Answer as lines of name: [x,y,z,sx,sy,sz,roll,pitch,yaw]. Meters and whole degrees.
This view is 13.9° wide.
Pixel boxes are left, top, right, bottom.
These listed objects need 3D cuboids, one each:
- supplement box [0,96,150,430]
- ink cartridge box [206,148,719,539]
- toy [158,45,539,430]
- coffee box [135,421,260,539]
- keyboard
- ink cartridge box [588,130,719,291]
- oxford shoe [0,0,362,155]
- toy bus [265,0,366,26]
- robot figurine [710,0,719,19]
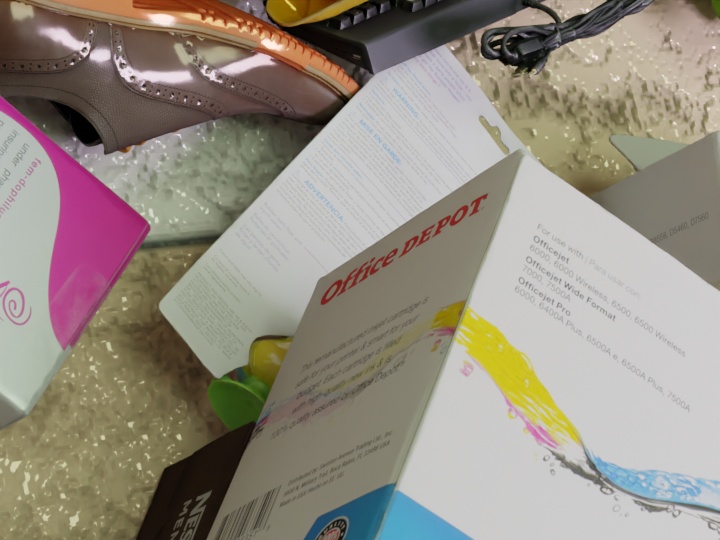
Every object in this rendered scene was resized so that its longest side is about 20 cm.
supplement box: [-0.196,-0.031,1.112,0.200,0.103,0.101,41,56,-13]
ink cartridge box: [0.045,0.090,1.099,0.145,0.147,0.200,35,55,-18]
toy: [0.000,0.000,1.261,0.115,0.047,0.200,50,52,-12]
coffee box: [0.000,0.163,1.184,0.200,0.080,0.113,32,59,-20]
keyboard: [0.064,-0.128,1.309,0.200,0.127,0.021,-27,132,-38]
ink cartridge box: [0.178,0.030,1.316,0.128,0.125,0.200,5,72,-31]
oxford shoe: [-0.088,-0.083,1.235,0.200,0.071,0.073,14,99,-35]
toy bus: [0.007,-0.214,1.291,0.192,0.136,0.200,-5,70,-61]
robot figurine: [0.174,-0.211,1.387,0.116,0.175,0.200,-23,106,1]
